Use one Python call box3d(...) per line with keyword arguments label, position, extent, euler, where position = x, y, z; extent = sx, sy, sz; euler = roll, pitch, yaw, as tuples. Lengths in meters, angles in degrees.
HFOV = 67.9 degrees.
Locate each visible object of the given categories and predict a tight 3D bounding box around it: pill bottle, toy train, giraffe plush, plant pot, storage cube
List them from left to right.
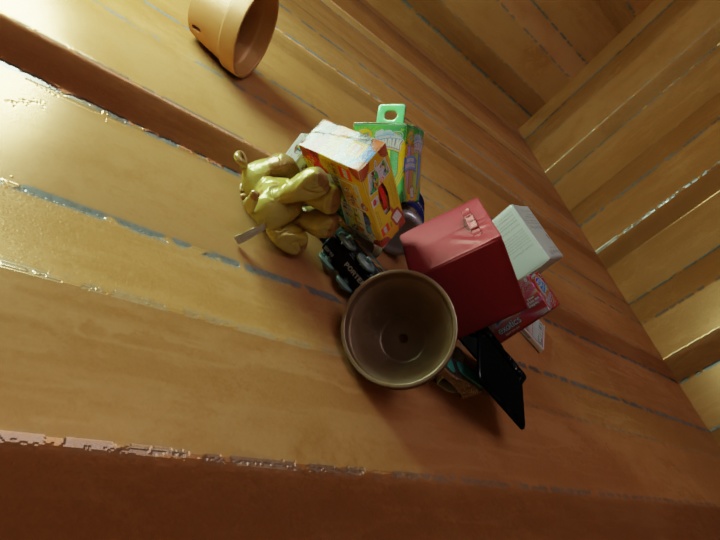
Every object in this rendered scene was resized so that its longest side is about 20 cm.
box3d(label="plant pot", position=(-0.290, -0.560, 1.195), extent=(0.138, 0.202, 0.201), euler=(28, 31, 2))
box3d(label="giraffe plush", position=(-0.148, -0.138, 0.951), extent=(0.196, 0.175, 0.163), euler=(-15, 49, -19))
box3d(label="toy train", position=(0.000, 0.000, 1.033), extent=(0.201, 0.085, 0.114), euler=(48, 17, 5))
box3d(label="plant pot", position=(0.070, 0.108, 0.930), extent=(0.203, 0.198, 0.093), euler=(61, 0, 22))
box3d(label="pill bottle", position=(0.096, -0.137, 1.275), extent=(0.115, 0.116, 0.202), euler=(37, 31, -18))
box3d(label="storage cube", position=(0.194, -0.002, 1.042), extent=(0.202, 0.177, 0.172), euler=(59, 12, -30))

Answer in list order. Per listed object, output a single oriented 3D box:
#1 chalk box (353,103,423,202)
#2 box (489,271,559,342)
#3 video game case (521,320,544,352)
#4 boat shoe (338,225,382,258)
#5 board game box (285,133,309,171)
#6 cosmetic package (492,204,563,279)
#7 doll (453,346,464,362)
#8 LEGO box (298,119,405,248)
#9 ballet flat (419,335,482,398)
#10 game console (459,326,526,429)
box3d(label="chalk box", position=(0.058, -0.249, 1.134), extent=(0.123, 0.122, 0.205), euler=(-17, 111, -65))
box3d(label="box", position=(0.351, 0.099, 1.255), extent=(0.099, 0.199, 0.097), euler=(-8, 62, -55))
box3d(label="video game case", position=(0.463, 0.127, 1.555), extent=(0.200, 0.017, 0.143), euler=(47, 30, -4))
box3d(label="boat shoe", position=(-0.031, -0.102, 1.119), extent=(0.066, 0.074, 0.201), euler=(-8, 51, -51))
box3d(label="board game box", position=(-0.091, -0.221, 1.113), extent=(0.035, 0.126, 0.199), euler=(53, 30, 13))
box3d(label="cosmetic package", position=(0.493, -0.074, 1.676), extent=(0.166, 0.166, 0.202), euler=(-6, 60, -55))
box3d(label="doll", position=(0.142, 0.126, 1.100), extent=(0.199, 0.048, 0.137), euler=(40, 32, -14))
box3d(label="LEGO box", position=(-0.011, -0.156, 0.977), extent=(0.148, 0.077, 0.201), euler=(29, -23, 32))
box3d(label="ballet flat", position=(0.161, 0.193, 1.025), extent=(0.199, 0.065, 0.071), euler=(41, 22, -27))
box3d(label="game console", position=(0.251, 0.204, 1.095), extent=(0.200, 0.174, 0.117), euler=(48, 70, -31))
